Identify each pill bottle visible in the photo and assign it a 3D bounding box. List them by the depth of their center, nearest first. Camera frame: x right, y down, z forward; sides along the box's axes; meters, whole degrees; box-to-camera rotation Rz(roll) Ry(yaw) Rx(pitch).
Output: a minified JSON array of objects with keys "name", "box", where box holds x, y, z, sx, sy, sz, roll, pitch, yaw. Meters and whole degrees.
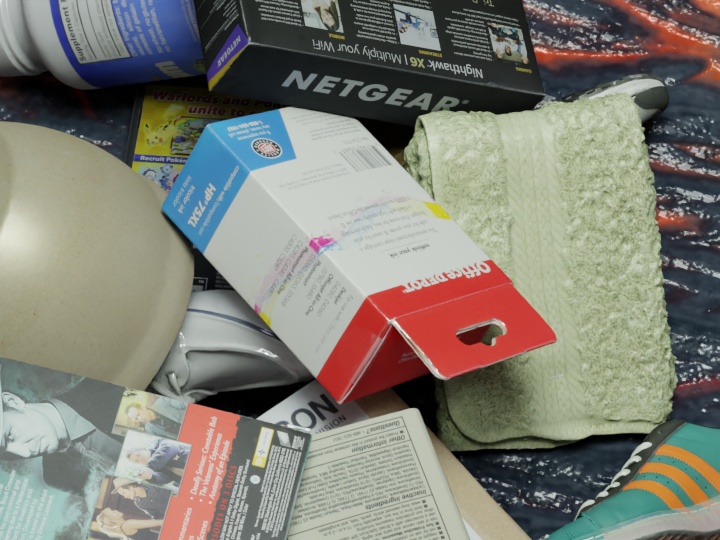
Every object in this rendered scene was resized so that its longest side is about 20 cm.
[{"name":"pill bottle","box":[-0.138,-0.170,1.667,0.199,0.112,0.112,-6,52,24]}]

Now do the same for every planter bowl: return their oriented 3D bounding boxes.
[{"name":"planter bowl","box":[-0.211,-0.003,1.507,0.200,0.135,0.201,-20,49,26]}]

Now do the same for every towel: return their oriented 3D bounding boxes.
[{"name":"towel","box":[0.106,0.002,1.563,0.148,0.036,0.201,-7,94,-8]}]

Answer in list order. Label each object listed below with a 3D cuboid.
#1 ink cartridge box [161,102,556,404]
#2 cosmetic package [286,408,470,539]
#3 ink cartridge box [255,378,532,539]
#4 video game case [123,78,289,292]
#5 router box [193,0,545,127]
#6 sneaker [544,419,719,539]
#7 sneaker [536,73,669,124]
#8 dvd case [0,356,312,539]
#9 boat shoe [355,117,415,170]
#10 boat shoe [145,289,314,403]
[{"name":"ink cartridge box","box":[0.000,0.000,1.498,0.116,0.067,0.200,-15,56,-49]},{"name":"cosmetic package","box":[0.013,0.178,1.380,0.105,0.071,0.200,-14,53,-8]},{"name":"ink cartridge box","box":[-0.029,0.165,1.484,0.200,0.075,0.165,-34,64,-21]},{"name":"video game case","box":[-0.048,-0.034,1.652,0.199,0.026,0.181,4,56,3]},{"name":"router box","box":[-0.001,-0.166,1.568,0.199,0.052,0.158,8,55,-30]},{"name":"sneaker","box":[0.163,0.132,1.505,0.200,0.072,0.080,-14,48,-35]},{"name":"sneaker","box":[0.118,-0.057,1.653,0.200,0.074,0.079,-35,98,-31]},{"name":"dvd case","box":[-0.135,0.118,1.350,0.199,0.022,0.146,14,51,-1]},{"name":"boat shoe","box":[-0.003,-0.068,1.633,0.200,0.063,0.073,-32,69,-13]},{"name":"boat shoe","box":[-0.111,0.053,1.548,0.199,0.074,0.065,1,55,30]}]
